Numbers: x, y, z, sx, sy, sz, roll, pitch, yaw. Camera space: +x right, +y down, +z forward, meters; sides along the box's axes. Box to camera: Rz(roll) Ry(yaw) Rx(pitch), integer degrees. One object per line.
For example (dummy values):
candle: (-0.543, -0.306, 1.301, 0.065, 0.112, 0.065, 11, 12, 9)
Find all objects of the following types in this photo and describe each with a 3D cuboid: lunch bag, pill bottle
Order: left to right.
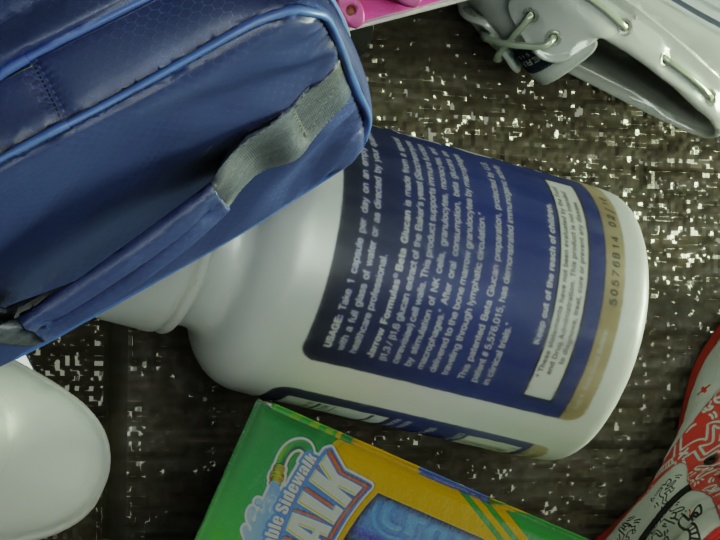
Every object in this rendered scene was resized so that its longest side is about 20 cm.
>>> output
lunch bag: (-0.102, -0.054, 0.749, 0.199, 0.136, 0.133, -31, 66, 0)
pill bottle: (0.000, 0.000, 0.879, 0.199, 0.111, 0.112, 14, 83, -21)

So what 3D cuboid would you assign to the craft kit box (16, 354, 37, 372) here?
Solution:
craft kit box: (-0.234, 0.028, 0.823, 0.199, 0.048, 0.198, -29, 101, -20)

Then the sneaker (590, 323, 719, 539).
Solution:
sneaker: (0.164, 0.086, 0.942, 0.067, 0.108, 0.202, 42, 74, -15)

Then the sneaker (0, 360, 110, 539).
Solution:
sneaker: (-0.173, 0.047, 0.777, 0.199, 0.088, 0.076, 20, 79, -20)

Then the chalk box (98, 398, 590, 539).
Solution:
chalk box: (0.001, 0.131, 0.844, 0.199, 0.124, 0.124, 23, 84, 18)

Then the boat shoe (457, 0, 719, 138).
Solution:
boat shoe: (0.082, -0.109, 0.936, 0.199, 0.073, 0.067, 18, 80, -20)

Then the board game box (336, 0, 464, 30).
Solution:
board game box: (0.060, -0.203, 0.818, 0.199, 0.026, 0.201, -16, 106, -13)

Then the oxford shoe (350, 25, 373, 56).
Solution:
oxford shoe: (-0.048, -0.181, 0.891, 0.084, 0.073, 0.201, -7, 89, -16)
